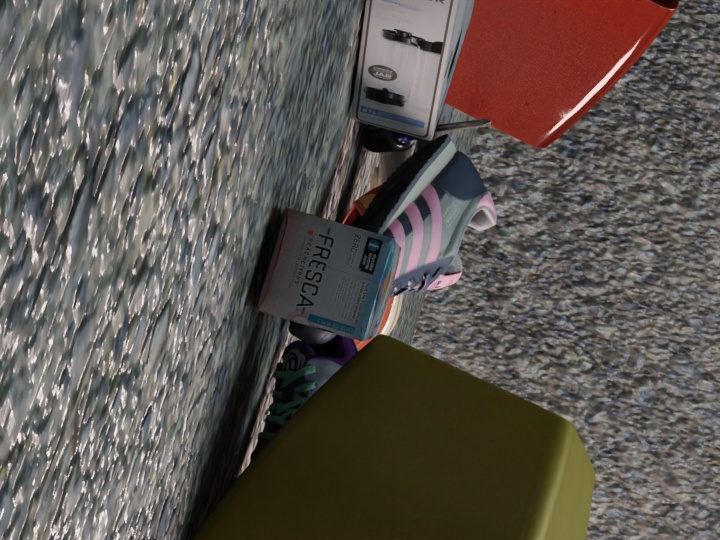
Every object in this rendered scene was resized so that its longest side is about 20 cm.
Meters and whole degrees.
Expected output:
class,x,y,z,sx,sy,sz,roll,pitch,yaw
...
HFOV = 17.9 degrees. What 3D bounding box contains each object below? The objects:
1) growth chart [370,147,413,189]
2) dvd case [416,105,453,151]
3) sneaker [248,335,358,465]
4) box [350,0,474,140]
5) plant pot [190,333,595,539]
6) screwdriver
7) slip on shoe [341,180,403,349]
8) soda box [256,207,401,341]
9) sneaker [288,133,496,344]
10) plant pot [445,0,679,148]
class,x,y,z,sx,sy,sz,roll,pitch,yaw
growth chart,0.030,-0.090,1.770,0.145,0.018,0.201,-104,-161,-58
dvd case,0.091,-0.187,2.491,0.200,0.017,0.143,-19,124,-86
sneaker,-0.050,0.103,1.542,0.088,0.074,0.200,68,29,-17
box,0.043,-0.187,1.512,0.200,0.060,0.117,98,9,-62
plant pot,0.039,0.156,1.386,0.177,0.200,0.200,-62,161,-10
screwdriver,0.051,-0.102,1.615,0.029,0.028,0.200,-36,-167,-24
slip on shoe,0.000,0.000,1.730,0.061,0.074,0.200,-19,155,-28
soda box,-0.016,0.004,1.384,0.200,0.068,0.064,8,99,-87
sneaker,0.030,-0.006,1.583,0.200,0.082,0.070,-50,-164,-30
plant pot,0.135,-0.220,1.827,0.200,0.199,0.177,-67,-177,-57
